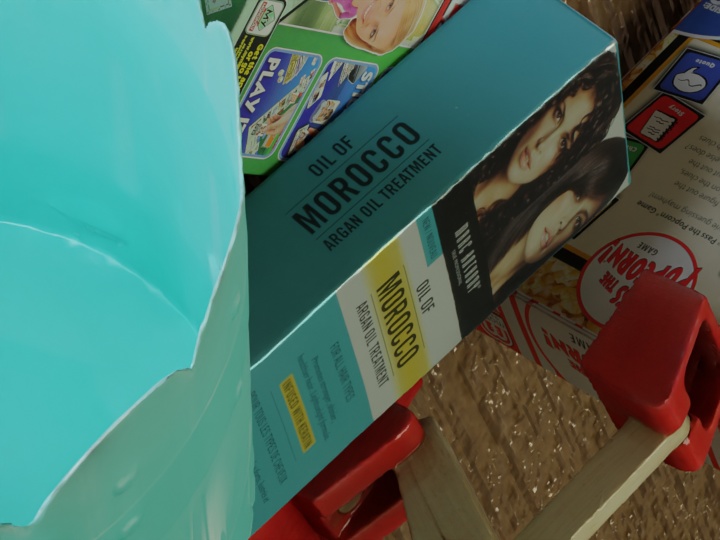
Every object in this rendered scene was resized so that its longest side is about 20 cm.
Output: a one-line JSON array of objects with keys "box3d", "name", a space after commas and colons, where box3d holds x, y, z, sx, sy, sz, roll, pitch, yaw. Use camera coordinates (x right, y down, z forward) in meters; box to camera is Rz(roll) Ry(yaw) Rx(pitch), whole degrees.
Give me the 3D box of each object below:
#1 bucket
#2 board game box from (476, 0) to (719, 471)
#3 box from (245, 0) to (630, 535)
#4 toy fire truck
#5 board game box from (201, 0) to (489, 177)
[{"box3d": [-0.115, 0.015, 0.507, 0.207, 0.207, 0.135, -47, 153, -28], "name": "bucket"}, {"box3d": [0.152, -0.029, 0.883, 0.200, 0.151, 0.046, -44, 137, -17], "name": "board game box"}, {"box3d": [0.000, 0.000, 0.758, 0.200, 0.049, 0.082, -42, 150, -16], "name": "box"}, {"box3d": [0.020, 0.078, 0.792, 0.201, 0.141, 0.049, -57, 146, -16], "name": "toy fire truck"}, {"box3d": [0.017, -0.119, 0.728, 0.134, 0.029, 0.201, 3, 121, -55], "name": "board game box"}]
